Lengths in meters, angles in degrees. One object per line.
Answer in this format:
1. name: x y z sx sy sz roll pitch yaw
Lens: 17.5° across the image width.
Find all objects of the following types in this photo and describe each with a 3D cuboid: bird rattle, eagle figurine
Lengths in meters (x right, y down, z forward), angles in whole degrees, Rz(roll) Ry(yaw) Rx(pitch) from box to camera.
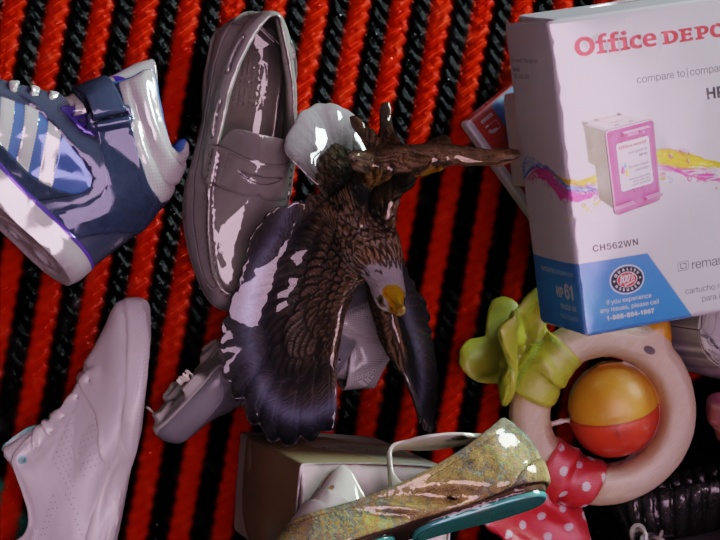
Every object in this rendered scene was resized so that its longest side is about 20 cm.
1. bird rattle: 0.150 0.107 1.594 0.162 0.113 0.202 -12 91 1
2. eagle figurine: 0.000 0.004 1.509 0.151 0.151 0.201 20 120 5

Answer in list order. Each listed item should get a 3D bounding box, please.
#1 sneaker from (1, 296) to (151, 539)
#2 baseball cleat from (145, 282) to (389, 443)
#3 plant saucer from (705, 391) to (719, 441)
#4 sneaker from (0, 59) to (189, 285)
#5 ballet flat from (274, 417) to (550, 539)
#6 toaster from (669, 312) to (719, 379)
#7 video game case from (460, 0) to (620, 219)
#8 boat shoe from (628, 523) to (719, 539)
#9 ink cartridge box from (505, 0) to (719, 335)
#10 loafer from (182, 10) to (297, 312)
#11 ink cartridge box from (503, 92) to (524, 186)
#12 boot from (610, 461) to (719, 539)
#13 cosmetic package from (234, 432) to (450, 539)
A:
1. sneaker: -0.190 0.111 1.543 0.088 0.075 0.202 13 90 -3
2. baseball cleat: -0.046 0.062 1.575 0.200 0.070 0.107 -45 101 -9
3. plant saucer: 0.337 0.118 1.611 0.199 0.200 0.051 2 95 -15
4. sneaker: -0.205 -0.105 1.531 0.200 0.081 0.147 47 72 -7
5. ballet flat: 0.015 0.139 1.396 0.198 0.071 0.071 -19 96 -13
6. toaster: 0.296 0.027 1.633 0.198 0.129 0.115 12 89 -15
7. video game case: 0.188 -0.109 1.658 0.200 0.017 0.143 -39 101 -11
8. boat shoe: 0.193 0.203 1.568 0.199 0.073 0.063 -29 88 -1
9. ink cartridge box: 0.182 -0.072 1.486 0.143 0.085 0.202 -10 97 -14
10. loafer: -0.076 -0.074 1.543 0.069 0.070 0.202 5 78 -25
11. ink cartridge box: 0.210 -0.100 1.595 0.198 0.116 0.067 -7 94 -14
12. boot: 0.199 0.235 1.638 0.210 0.079 0.159 -22 104 -24
13. cosmetic package: -0.015 0.150 1.519 0.104 0.200 0.072 3 91 -15
